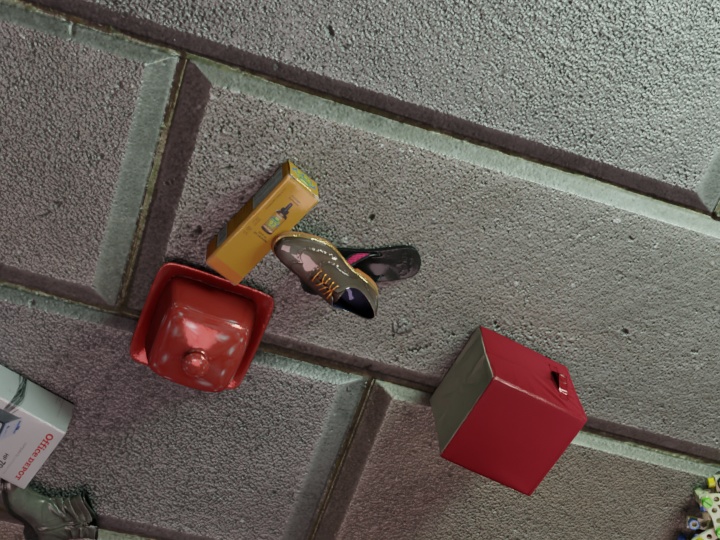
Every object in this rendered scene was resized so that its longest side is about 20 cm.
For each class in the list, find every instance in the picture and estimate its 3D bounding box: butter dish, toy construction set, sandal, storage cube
[{"bbox_3d":[-0.257,0.117,1.658,0.199,0.148,0.201,20,113,-13],"label":"butter dish"},{"bbox_3d":[0.696,0.433,1.916,0.198,0.092,0.132,-8,93,-9],"label":"toy construction set"},{"bbox_3d":[0.000,0.000,1.675,0.198,0.045,0.076,-9,117,0],"label":"sandal"},{"bbox_3d":[0.240,0.230,1.738,0.179,0.171,0.201,25,113,-14],"label":"storage cube"}]

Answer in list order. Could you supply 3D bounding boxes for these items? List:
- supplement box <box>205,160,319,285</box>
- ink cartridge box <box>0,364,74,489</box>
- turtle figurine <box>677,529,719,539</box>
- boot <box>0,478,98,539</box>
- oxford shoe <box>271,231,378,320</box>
[{"bbox_3d":[-0.153,-0.073,1.617,0.066,0.069,0.200,39,109,-22],"label":"supplement box"},{"bbox_3d":[-0.602,0.248,1.734,0.199,0.086,0.147,33,110,-17],"label":"ink cartridge box"},{"bbox_3d":[0.698,0.576,1.963,0.192,0.201,0.144,-13,151,-2],"label":"turtle figurine"},{"bbox_3d":[-0.541,0.407,1.834,0.130,0.068,0.201,-15,125,0],"label":"boot"},{"bbox_3d":[-0.050,0.008,1.606,0.199,0.073,0.071,31,112,-20],"label":"oxford shoe"}]
